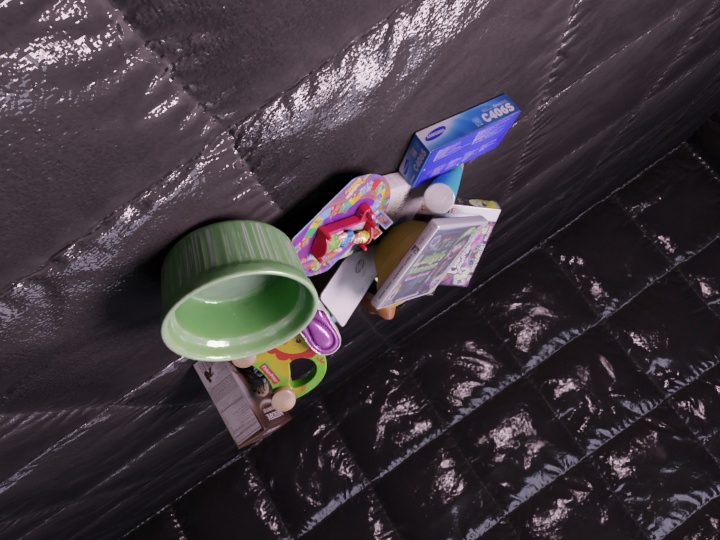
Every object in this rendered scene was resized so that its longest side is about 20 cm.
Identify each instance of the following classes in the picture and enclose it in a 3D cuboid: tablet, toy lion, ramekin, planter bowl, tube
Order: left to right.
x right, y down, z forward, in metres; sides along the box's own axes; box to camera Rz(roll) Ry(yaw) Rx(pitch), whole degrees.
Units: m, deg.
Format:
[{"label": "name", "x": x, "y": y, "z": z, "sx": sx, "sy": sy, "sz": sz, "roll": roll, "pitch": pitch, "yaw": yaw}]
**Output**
[{"label": "ramekin", "x": -0.163, "y": 0.026, "z": 0.703, "sx": 0.199, "sy": 0.098, "sz": 0.201, "roll": -16, "pitch": 147, "yaw": -10}, {"label": "toy lion", "x": -0.131, "y": 0.140, "z": 1.007, "sx": 0.191, "sy": 0.200, "sz": 0.069, "roll": -33, "pitch": -156, "yaw": 3}, {"label": "tablet", "x": 0.000, "y": 0.000, "z": 1.021, "sx": 0.201, "sy": 0.014, "sz": 0.130, "roll": -57, "pitch": 149, "yaw": -17}, {"label": "planter bowl", "x": 0.086, "y": -0.030, "z": 0.981, "sx": 0.200, "sy": 0.083, "sz": 0.201, "roll": -36, "pitch": 157, "yaw": -18}, {"label": "tube", "x": 0.152, "y": -0.154, "z": 0.948, "sx": 0.078, "sy": 0.050, "sz": 0.200, "roll": -51, "pitch": -178, "yaw": 29}]

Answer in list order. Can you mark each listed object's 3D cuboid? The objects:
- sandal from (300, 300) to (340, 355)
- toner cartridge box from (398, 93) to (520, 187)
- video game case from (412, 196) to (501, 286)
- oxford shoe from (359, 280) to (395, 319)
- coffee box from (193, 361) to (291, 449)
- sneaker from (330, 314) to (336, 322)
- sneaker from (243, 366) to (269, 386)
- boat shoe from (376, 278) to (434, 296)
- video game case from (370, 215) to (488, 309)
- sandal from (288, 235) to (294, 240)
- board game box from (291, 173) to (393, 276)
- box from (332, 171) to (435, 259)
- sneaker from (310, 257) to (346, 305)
[{"label": "sandal", "x": -0.100, "y": 0.075, "z": 0.937, "sx": 0.082, "sy": 0.203, "sz": 0.050, "roll": -42, "pitch": -157, "yaw": 4}, {"label": "toner cartridge box", "x": 0.162, "y": -0.213, "z": 0.880, "sx": 0.199, "sy": 0.043, "sz": 0.095, "roll": -28, "pitch": 162, "yaw": -25}, {"label": "video game case", "x": 0.162, "y": -0.057, "z": 1.074, "sx": 0.180, "sy": 0.036, "sz": 0.201, "roll": 5, "pitch": 128, "yaw": -15}, {"label": "oxford shoe", "x": 0.010, "y": 0.053, "z": 1.143, "sx": 0.071, "sy": 0.072, "sz": 0.200, "roll": -18, "pitch": -157, "yaw": -21}, {"label": "coffee box", "x": -0.247, "y": 0.256, "z": 1.129, "sx": 0.080, "sy": 0.201, "sz": 0.113, "roll": -38, "pitch": 165, "yaw": 15}, {"label": "sneaker", "x": -0.054, "y": 0.069, "z": 1.218, "sx": 0.130, "sy": 0.080, "sz": 0.200, "roll": -22, "pitch": 170, "yaw": -35}, {"label": "sneaker", "x": -0.183, "y": 0.130, "z": 1.117, "sx": 0.200, "sy": 0.076, "sz": 0.115, "roll": -52, "pitch": 135, "yaw": -37}, {"label": "boat shoe", "x": 0.074, "y": 0.047, "z": 1.253, "sx": 0.199, "sy": 0.067, "sz": 0.072, "roll": 7, "pitch": -177, "yaw": -4}, {"label": "video game case", "x": 0.123, "y": -0.017, "z": 0.924, "sx": 0.199, "sy": 0.023, "sz": 0.182, "roll": -11, "pitch": 141, "yaw": -54}, {"label": "sandal", "x": -0.115, "y": -0.028, "z": 0.870, "sx": 0.075, "sy": 0.045, "sz": 0.200, "roll": -35, "pitch": -179, "yaw": 21}, {"label": "board game box", "x": -0.019, "y": -0.053, "z": 0.807, "sx": 0.200, "sy": 0.039, "sz": 0.158, "roll": -45, "pitch": 158, "yaw": 2}, {"label": "box", "x": 0.032, "y": -0.099, "z": 0.916, "sx": 0.199, "sy": 0.036, "sz": 0.145, "roll": -22, "pitch": 150, "yaw": -41}, {"label": "sneaker", "x": -0.059, "y": 0.031, "z": 1.056, "sx": 0.108, "sy": 0.070, "sz": 0.201, "roll": -12, "pitch": 139, "yaw": -57}]
